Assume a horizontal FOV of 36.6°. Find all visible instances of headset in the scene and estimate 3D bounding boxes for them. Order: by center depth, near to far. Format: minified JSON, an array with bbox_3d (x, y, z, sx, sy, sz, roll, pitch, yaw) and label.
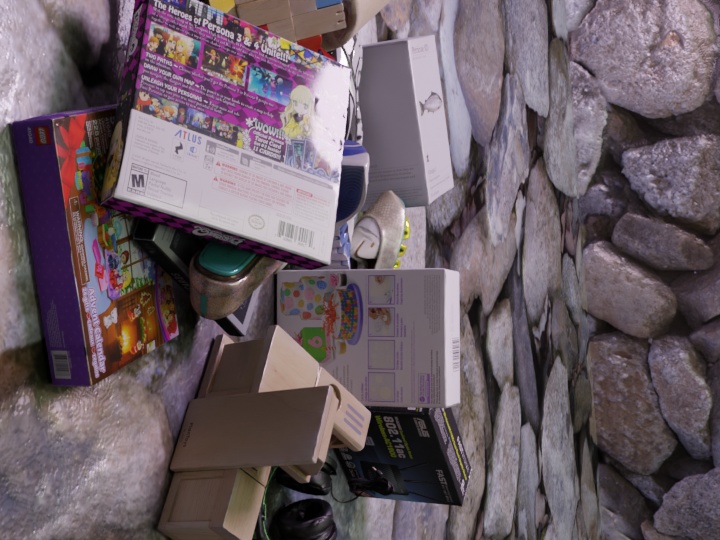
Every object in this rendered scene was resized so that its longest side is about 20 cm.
[{"bbox_3d":[-0.047,0.249,1.187,0.199,0.093,0.125,2,88,-58],"label":"headset"}]

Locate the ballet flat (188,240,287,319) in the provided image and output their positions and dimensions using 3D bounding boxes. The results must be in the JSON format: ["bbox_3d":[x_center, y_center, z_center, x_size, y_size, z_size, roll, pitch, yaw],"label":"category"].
[{"bbox_3d":[-0.091,-0.020,0.958,0.200,0.068,0.068,-43,153,-50],"label":"ballet flat"}]

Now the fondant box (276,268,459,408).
[{"bbox_3d":[0.007,0.072,1.185,0.058,0.197,0.146,6,84,-70],"label":"fondant box"}]

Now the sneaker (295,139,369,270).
[{"bbox_3d":[-0.036,-0.085,1.226,0.201,0.079,0.116,100,-5,-49],"label":"sneaker"}]

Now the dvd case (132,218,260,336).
[{"bbox_3d":[-0.125,-0.048,0.964,0.200,0.024,0.152,56,45,-59],"label":"dvd case"}]

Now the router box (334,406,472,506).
[{"bbox_3d":[0.044,0.208,1.347,0.201,0.148,0.063,69,30,-42],"label":"router box"}]

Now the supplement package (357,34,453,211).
[{"bbox_3d":[0.039,-0.187,1.378,0.117,0.116,0.203,-36,119,-64],"label":"supplement package"}]

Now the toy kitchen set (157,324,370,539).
[{"bbox_3d":[-0.052,0.179,1.024,0.181,0.162,0.202,46,46,-40],"label":"toy kitchen set"}]

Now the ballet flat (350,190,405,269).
[{"bbox_3d":[0.000,0.000,1.295,0.062,0.067,0.202,12,97,-47],"label":"ballet flat"}]

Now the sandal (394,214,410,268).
[{"bbox_3d":[0.007,0.020,1.381,0.086,0.079,0.203,-4,99,-39],"label":"sandal"}]

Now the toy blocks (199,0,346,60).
[{"bbox_3d":[-0.077,-0.246,1.020,0.100,0.135,0.202,-116,-167,-48],"label":"toy blocks"}]

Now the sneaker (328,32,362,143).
[{"bbox_3d":[-0.037,-0.218,1.259,0.090,0.066,0.203,-42,130,-66],"label":"sneaker"}]

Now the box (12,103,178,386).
[{"bbox_3d":[-0.203,-0.026,0.859,0.137,0.039,0.203,-36,123,-66],"label":"box"}]

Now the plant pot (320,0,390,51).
[{"bbox_3d":[-0.027,-0.332,1.137,0.184,0.198,0.202,-60,144,-40],"label":"plant pot"}]

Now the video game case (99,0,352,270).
[{"bbox_3d":[-0.102,-0.113,0.884,0.198,0.036,0.184,17,71,-33],"label":"video game case"}]
